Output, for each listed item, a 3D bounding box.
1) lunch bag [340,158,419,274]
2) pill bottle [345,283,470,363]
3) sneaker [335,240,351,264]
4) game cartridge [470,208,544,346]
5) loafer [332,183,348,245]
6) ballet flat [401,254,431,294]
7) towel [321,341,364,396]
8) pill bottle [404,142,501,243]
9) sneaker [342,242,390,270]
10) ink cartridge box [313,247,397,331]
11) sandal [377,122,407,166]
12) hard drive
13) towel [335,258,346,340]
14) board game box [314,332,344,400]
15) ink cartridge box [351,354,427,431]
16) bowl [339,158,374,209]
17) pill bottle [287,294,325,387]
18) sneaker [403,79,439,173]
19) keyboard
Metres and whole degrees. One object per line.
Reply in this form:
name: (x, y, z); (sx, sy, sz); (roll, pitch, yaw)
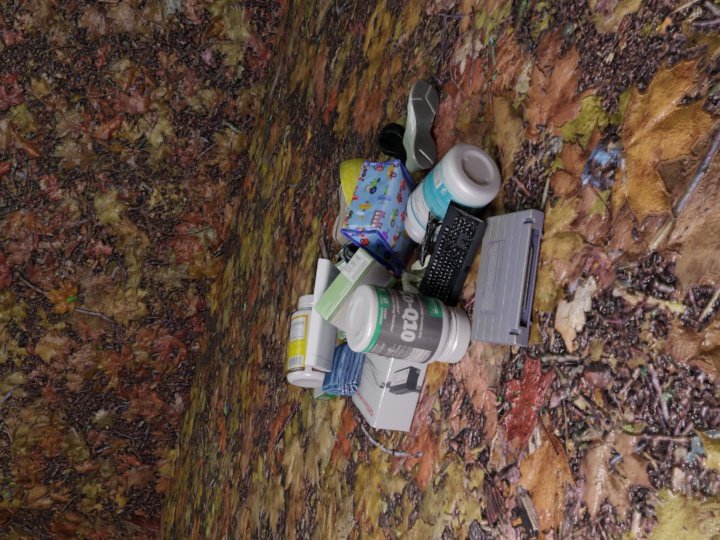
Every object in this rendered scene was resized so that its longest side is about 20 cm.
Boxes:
lunch bag: (0.068, -0.095, 1.314); (0.092, 0.199, 0.154); (5, 68, 37)
pill bottle: (0.082, 0.095, 1.152); (0.113, 0.195, 0.116); (11, 90, 67)
sneaker: (-0.018, -0.041, 1.610); (0.074, 0.080, 0.206); (169, 110, -66)
game cartridge: (0.228, 0.012, 1.057); (0.129, 0.037, 0.206); (172, 108, -71)
loafer: (-0.018, -0.158, 1.703); (0.063, 0.070, 0.205); (35, 119, 48)
ballet flat: (0.117, 0.009, 1.279); (0.200, 0.066, 0.070); (131, 144, -51)
towel: (-0.037, 0.203, 1.406); (0.200, 0.047, 0.115); (137, 147, -75)
pill bottle: (0.153, -0.126, 1.201); (0.200, 0.108, 0.114); (134, 141, -53)
sneaker: (0.000, -0.001, 1.404); (0.202, 0.113, 0.081); (-61, 41, 18)
ink cartridge box: (0.008, 0.055, 1.329); (0.048, 0.200, 0.147); (39, 91, 33)
sandal: (0.077, -0.294, 1.549); (0.200, 0.042, 0.078); (-128, 53, -62)
hard drive: (-0.070, 0.093, 1.354); (0.132, 0.026, 0.206); (47, -132, -72)
towel: (-0.009, 0.043, 1.508); (0.151, 0.023, 0.202); (-35, 45, 14)
board game box: (-0.065, 0.202, 1.662); (0.153, 0.039, 0.205); (141, 135, -57)
ink cartridge box: (0.062, 0.183, 1.305); (0.145, 0.082, 0.205); (-143, 66, -67)
bowl: (0.041, -0.158, 1.460); (0.105, 0.201, 0.204); (-20, 49, 14)
pill bottle: (-0.115, 0.167, 1.605); (0.109, 0.107, 0.206); (144, 134, -58)
sneaker: (0.118, -0.303, 1.424); (0.080, 0.069, 0.206); (154, 124, -65)
keyboard: (0.139, -0.020, 1.163); (0.040, 0.103, 0.203); (-38, -28, -46)
